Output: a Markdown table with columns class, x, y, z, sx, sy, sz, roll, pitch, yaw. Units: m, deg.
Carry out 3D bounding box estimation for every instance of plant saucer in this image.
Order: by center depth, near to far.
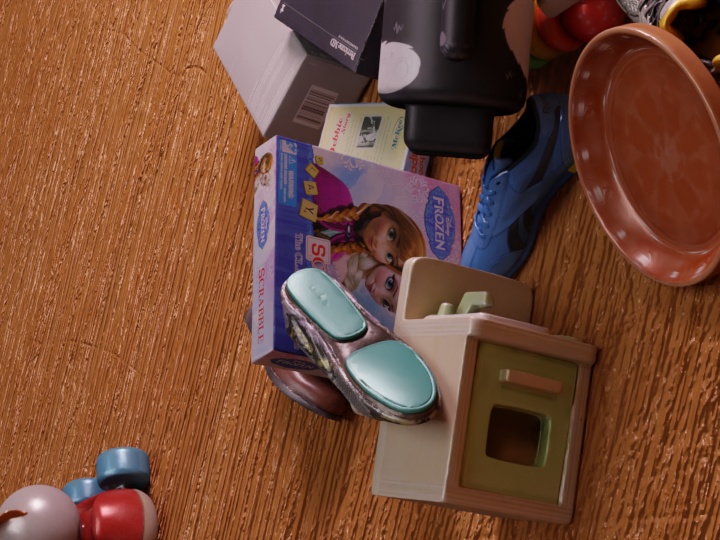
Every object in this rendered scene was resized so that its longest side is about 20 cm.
| class | x | y | z | sx | sy | sz | roll | pitch | yaw |
| --- | --- | --- | --- | --- | --- | --- | --- | --- | --- |
| plant saucer | 0.224 | -0.087 | 1.371 | 0.200 | 0.032 | 0.201 | 48 | 148 | 44 |

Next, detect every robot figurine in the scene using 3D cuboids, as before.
| class | x | y | z | sx | sy | sz | roll | pitch | yaw |
| --- | --- | --- | --- | --- | --- | --- | --- | --- | --- |
| robot figurine | 0.081 | -0.193 | 1.491 | 0.150 | 0.125 | 0.200 | 4 | 89 | 55 |

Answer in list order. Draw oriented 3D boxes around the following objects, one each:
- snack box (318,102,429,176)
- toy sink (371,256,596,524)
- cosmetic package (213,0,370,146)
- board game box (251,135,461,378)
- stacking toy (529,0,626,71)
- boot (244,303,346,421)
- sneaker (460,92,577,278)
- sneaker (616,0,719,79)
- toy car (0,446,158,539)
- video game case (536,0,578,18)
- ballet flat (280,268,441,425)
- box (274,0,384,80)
| class | x | y | z | sx | sy | sz | roll | pitch | yaw |
| --- | --- | --- | --- | --- | --- | --- | --- | --- | --- |
| snack box | -0.001 | -0.062 | 1.739 | 0.116 | 0.037 | 0.200 | 4 | 74 | 40 |
| toy sink | 0.104 | 0.094 | 1.472 | 0.112 | 0.130 | 0.200 | -6 | 72 | 57 |
| cosmetic package | -0.076 | -0.222 | 1.929 | 0.107 | 0.090 | 0.200 | -60 | 32 | 25 |
| board game box | 0.000 | 0.000 | 1.607 | 0.041 | 0.199 | 0.200 | -29 | 55 | 51 |
| stacking toy | 0.145 | -0.206 | 1.575 | 0.200 | 0.085 | 0.086 | -11 | 69 | 52 |
| boot | -0.014 | 0.025 | 1.780 | 0.200 | 0.068 | 0.188 | -51 | 35 | 18 |
| sneaker | 0.123 | -0.068 | 1.556 | 0.200 | 0.078 | 0.066 | -60 | 37 | 28 |
| sneaker | 0.251 | -0.198 | 1.383 | 0.200 | 0.082 | 0.078 | 43 | 114 | 50 |
| toy car | -0.344 | 0.297 | 2.044 | 0.177 | 0.200 | 0.185 | -40 | 46 | 45 |
| video game case | 0.212 | -0.327 | 1.508 | 0.200 | 0.023 | 0.182 | -31 | 50 | 25 |
| ballet flat | 0.002 | 0.075 | 1.461 | 0.200 | 0.072 | 0.072 | 46 | 118 | 42 |
| box | 0.027 | -0.288 | 1.768 | 0.200 | 0.104 | 0.182 | 43 | 114 | 55 |
